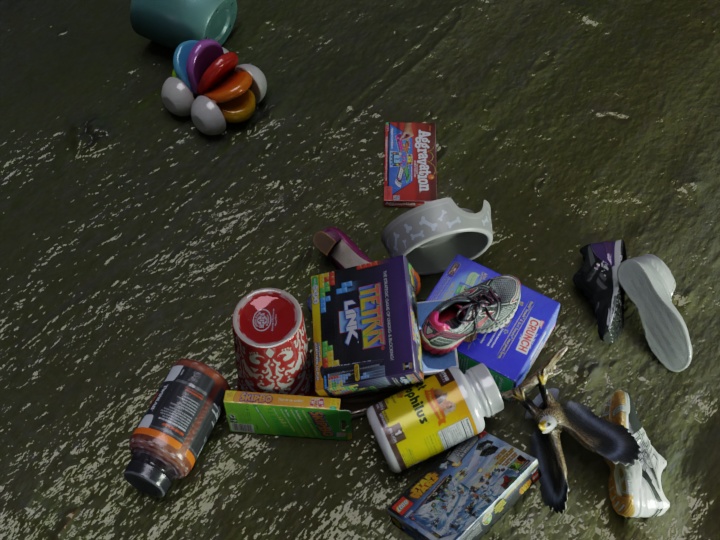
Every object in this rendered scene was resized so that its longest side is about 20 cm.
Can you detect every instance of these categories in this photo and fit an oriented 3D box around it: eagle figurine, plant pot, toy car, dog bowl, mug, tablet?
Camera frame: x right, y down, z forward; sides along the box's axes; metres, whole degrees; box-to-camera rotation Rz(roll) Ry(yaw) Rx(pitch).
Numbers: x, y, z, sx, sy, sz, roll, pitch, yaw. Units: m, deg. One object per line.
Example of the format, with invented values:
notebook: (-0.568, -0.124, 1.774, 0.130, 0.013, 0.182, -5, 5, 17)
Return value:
eagle figurine: (0.305, 0.247, 1.482, 0.150, 0.152, 0.201, -22, 68, -35)
plant pot: (-0.354, -0.543, 2.026, 0.160, 0.202, 0.201, 31, 59, 11)
toy car: (-0.294, -0.382, 1.930, 0.199, 0.151, 0.175, 33, 61, 22)
dog bowl: (0.136, -0.054, 1.671, 0.197, 0.201, 0.060, -13, 68, -9)
mug: (-0.150, 0.115, 1.542, 0.132, 0.201, 0.178, -28, 59, -18)
tablet: (0.054, 0.114, 1.574, 0.196, 0.014, 0.132, -6, 59, 1)

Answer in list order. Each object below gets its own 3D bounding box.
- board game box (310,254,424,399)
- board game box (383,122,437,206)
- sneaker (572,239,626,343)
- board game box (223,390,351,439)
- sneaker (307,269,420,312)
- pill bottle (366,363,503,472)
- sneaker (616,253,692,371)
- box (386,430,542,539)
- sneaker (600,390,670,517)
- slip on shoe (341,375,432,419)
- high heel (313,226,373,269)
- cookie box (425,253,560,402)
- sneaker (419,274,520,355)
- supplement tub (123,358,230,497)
board game box: (0.008, 0.090, 1.530, 0.163, 0.057, 0.203, -14, 60, 17)
board game box: (0.096, -0.206, 1.882, 0.101, 0.020, 0.203, 2, 54, 0)
sneaker: (0.409, 0.039, 1.685, 0.086, 0.076, 0.202, -2, 51, 23)
board game box: (-0.111, 0.227, 1.525, 0.196, 0.096, 0.030, 6, 53, 5)
sneaker: (-0.001, 0.034, 1.637, 0.197, 0.078, 0.077, -16, 88, 16)
pill bottle: (0.116, 0.220, 1.500, 0.198, 0.110, 0.110, -26, 57, -3)
sneaker: (0.515, 0.063, 1.650, 0.115, 0.073, 0.203, -16, 80, -52)
box: (0.154, 0.330, 1.451, 0.199, 0.040, 0.136, -38, 35, -23)
sneaker: (0.425, 0.285, 1.506, 0.086, 0.076, 0.203, 9, 57, -11)
slip on shoe: (0.041, 0.181, 1.579, 0.197, 0.061, 0.077, -16, 55, -10)
high heel: (0.000, 0.000, 1.726, 0.199, 0.096, 0.068, 39, 103, 10)
cookie box: (0.206, 0.093, 1.630, 0.198, 0.076, 0.172, 27, 61, 19)
sneaker: (0.182, 0.064, 1.552, 0.199, 0.075, 0.081, -31, 68, -26)
supplement tub: (-0.287, 0.244, 1.509, 0.105, 0.108, 0.202, 18, 56, 13)
